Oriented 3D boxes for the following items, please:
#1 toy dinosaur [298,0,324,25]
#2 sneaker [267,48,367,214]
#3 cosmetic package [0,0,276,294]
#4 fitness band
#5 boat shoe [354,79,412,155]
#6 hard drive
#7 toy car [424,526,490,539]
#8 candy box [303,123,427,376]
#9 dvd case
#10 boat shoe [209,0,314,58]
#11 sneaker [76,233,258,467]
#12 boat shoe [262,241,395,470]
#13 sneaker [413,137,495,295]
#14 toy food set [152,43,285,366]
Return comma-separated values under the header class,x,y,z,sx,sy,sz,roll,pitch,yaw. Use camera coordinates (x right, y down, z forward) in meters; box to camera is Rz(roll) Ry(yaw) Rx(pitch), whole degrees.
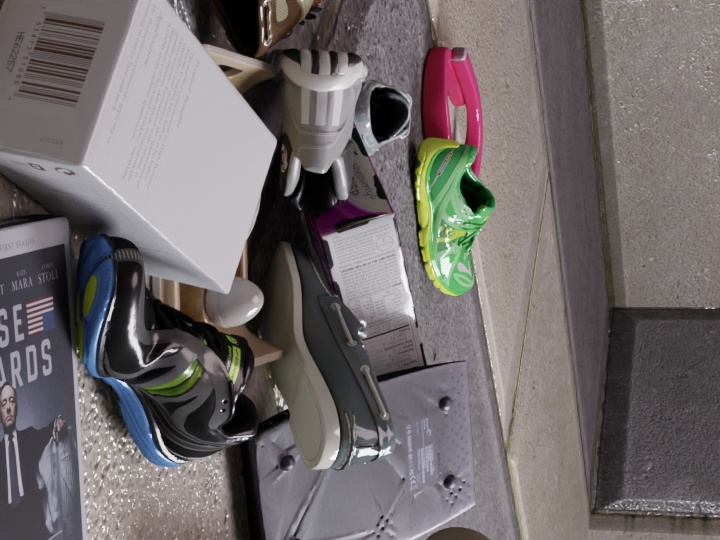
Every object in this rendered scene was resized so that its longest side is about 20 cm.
class,x,y,z,sx,sy,sz,roll,pitch,yaw
toy dinosaur,-0.060,-0.242,0.986,0.200,0.136,0.086,28,23,-48
sneaker,-0.036,-0.101,1.043,0.200,0.074,0.116,-82,176,-83
cosmetic package,-0.117,-0.068,0.744,0.200,0.074,0.102,55,50,-67
fitness band,0.110,-0.174,1.677,0.200,0.037,0.144,60,34,-60
boat shoe,0.009,-0.129,1.231,0.201,0.071,0.071,-18,107,-74
hard drive,-0.001,0.147,1.067,0.199,0.042,0.136,-17,110,-35
toy car,0.089,0.355,1.398,0.200,0.163,0.159,89,9,-59
candy box,0.000,0.000,1.128,0.137,0.061,0.201,-112,-173,-49
dvd case,-0.171,0.081,0.660,0.150,0.025,0.201,-27,116,-74
boat shoe,-0.088,-0.214,0.884,0.075,0.074,0.203,-57,140,-24
sneaker,-0.103,0.041,0.781,0.200,0.082,0.071,72,9,-54
boat shoe,-0.025,0.058,1.010,0.201,0.061,0.073,-109,-150,-45
sneaker,0.108,-0.053,1.575,0.074,0.083,0.201,-72,157,-50
toy food set,-0.080,-0.038,0.924,0.143,0.060,0.201,-10,99,-74
